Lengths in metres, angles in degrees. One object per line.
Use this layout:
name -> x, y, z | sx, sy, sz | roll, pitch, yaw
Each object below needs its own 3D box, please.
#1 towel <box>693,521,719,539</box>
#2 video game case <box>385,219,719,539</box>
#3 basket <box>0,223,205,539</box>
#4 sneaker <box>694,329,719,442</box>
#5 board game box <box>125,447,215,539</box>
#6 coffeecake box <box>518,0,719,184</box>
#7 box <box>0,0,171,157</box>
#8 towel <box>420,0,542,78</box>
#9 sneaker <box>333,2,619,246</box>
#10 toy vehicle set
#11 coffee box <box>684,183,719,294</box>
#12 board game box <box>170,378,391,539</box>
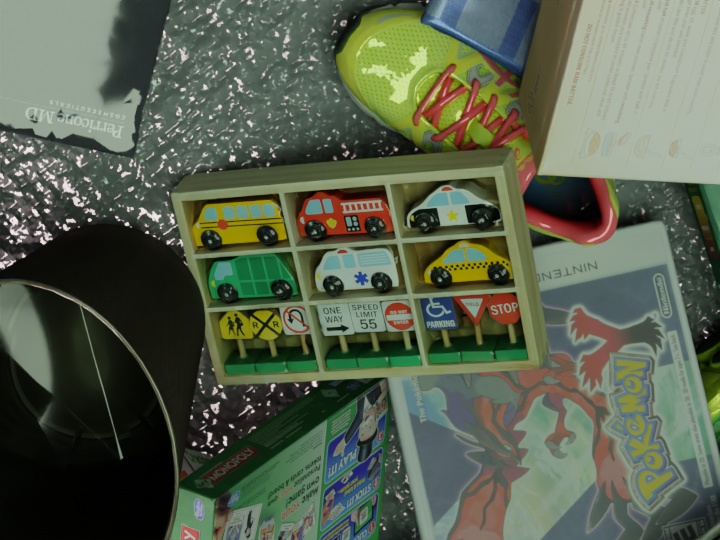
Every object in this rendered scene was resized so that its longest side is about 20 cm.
towel -> 0.224, 0.223, 1.424 | 0.192, 0.035, 0.201 | -32, 126, -3
video game case -> 0.112, 0.086, 1.423 | 0.181, 0.023, 0.202 | -12, 82, -2
basket -> -0.152, 0.057, 1.312 | 0.135, 0.200, 0.182 | -13, 108, 9
sneaker -> 0.260, 0.060, 1.471 | 0.200, 0.074, 0.084 | -38, 110, 5
board game box -> -0.156, 0.178, 1.417 | 0.199, 0.126, 0.035 | -37, 74, 5
coffeecake box -> 0.199, -0.125, 1.294 | 0.198, 0.073, 0.154 | 3, 132, -10
box -> -0.195, -0.177, 1.272 | 0.198, 0.104, 0.183 | 12, 108, -15
towel -> 0.137, -0.194, 1.351 | 0.146, 0.024, 0.201 | 27, 93, -19
sneaker -> 0.074, -0.080, 1.370 | 0.199, 0.090, 0.078 | 31, 105, -19
toy vehicle set -> 0.000, 0.000, 1.376 | 0.198, 0.027, 0.125 | -4, 115, 20
coffee box -> 0.253, -0.045, 1.407 | 0.122, 0.044, 0.202 | -17, 92, -2
board game box -> -0.045, 0.148, 1.395 | 0.029, 0.200, 0.136 | 17, 116, 25
